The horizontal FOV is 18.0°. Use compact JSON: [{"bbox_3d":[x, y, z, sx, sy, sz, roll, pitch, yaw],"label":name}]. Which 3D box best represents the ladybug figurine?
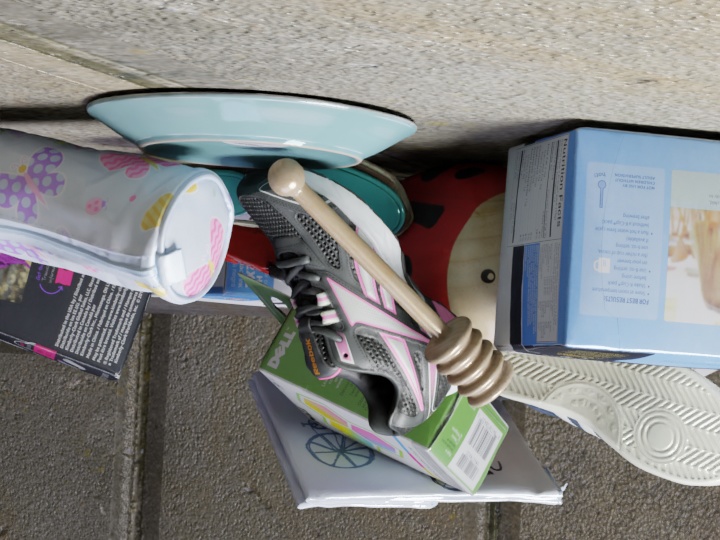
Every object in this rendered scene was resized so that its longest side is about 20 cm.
[{"bbox_3d":[0.062,-0.017,1.511,0.072,0.136,0.200,40,166,-28],"label":"ladybug figurine"}]

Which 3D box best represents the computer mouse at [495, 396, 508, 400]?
[{"bbox_3d":[0.170,0.040,1.710,0.199,0.053,0.139,-18,-160,3],"label":"computer mouse"}]

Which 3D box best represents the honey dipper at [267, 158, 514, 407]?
[{"bbox_3d":[0.017,0.005,1.375,0.200,0.038,0.038,46,158,-20],"label":"honey dipper"}]

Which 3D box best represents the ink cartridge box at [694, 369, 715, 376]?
[{"bbox_3d":[0.184,0.046,1.809,0.175,0.045,0.200,-23,-153,-9],"label":"ink cartridge box"}]

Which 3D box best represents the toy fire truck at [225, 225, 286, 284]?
[{"bbox_3d":[-0.090,-0.027,1.616,0.199,0.049,0.141,21,175,19],"label":"toy fire truck"}]

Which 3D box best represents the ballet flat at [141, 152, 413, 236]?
[{"bbox_3d":[-0.060,-0.060,1.510,0.198,0.068,0.062,6,-154,6],"label":"ballet flat"}]

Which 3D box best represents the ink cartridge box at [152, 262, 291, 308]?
[{"bbox_3d":[-0.060,-0.012,1.894,0.199,0.084,0.145,5,176,-33],"label":"ink cartridge box"}]

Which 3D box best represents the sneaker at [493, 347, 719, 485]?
[{"bbox_3d":[0.173,0.080,1.502,0.199,0.075,0.084,27,-173,21],"label":"sneaker"}]

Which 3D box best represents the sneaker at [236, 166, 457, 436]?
[{"bbox_3d":[-0.010,0.023,1.416,0.200,0.086,0.080,47,155,-15],"label":"sneaker"}]

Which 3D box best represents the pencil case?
[{"bbox_3d":[-0.177,-0.038,1.390,0.199,0.084,0.091,12,-159,25],"label":"pencil case"}]

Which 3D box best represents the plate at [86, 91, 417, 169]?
[{"bbox_3d":[-0.065,-0.080,1.358,0.198,0.026,0.200,4,176,0],"label":"plate"}]

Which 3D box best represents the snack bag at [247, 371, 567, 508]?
[{"bbox_3d":[0.030,0.123,1.659,0.198,0.022,0.189,1,-156,-17],"label":"snack bag"}]

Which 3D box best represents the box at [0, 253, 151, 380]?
[{"bbox_3d":[-0.252,-0.002,1.662,0.199,0.107,0.122,21,173,-5],"label":"box"}]

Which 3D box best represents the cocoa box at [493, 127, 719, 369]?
[{"bbox_3d":[0.197,-0.009,1.384,0.198,0.135,0.131,5,176,-14],"label":"cocoa box"}]

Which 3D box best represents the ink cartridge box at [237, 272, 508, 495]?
[{"bbox_3d":[-0.004,0.080,1.582,0.199,0.060,0.104,24,167,28],"label":"ink cartridge box"}]
